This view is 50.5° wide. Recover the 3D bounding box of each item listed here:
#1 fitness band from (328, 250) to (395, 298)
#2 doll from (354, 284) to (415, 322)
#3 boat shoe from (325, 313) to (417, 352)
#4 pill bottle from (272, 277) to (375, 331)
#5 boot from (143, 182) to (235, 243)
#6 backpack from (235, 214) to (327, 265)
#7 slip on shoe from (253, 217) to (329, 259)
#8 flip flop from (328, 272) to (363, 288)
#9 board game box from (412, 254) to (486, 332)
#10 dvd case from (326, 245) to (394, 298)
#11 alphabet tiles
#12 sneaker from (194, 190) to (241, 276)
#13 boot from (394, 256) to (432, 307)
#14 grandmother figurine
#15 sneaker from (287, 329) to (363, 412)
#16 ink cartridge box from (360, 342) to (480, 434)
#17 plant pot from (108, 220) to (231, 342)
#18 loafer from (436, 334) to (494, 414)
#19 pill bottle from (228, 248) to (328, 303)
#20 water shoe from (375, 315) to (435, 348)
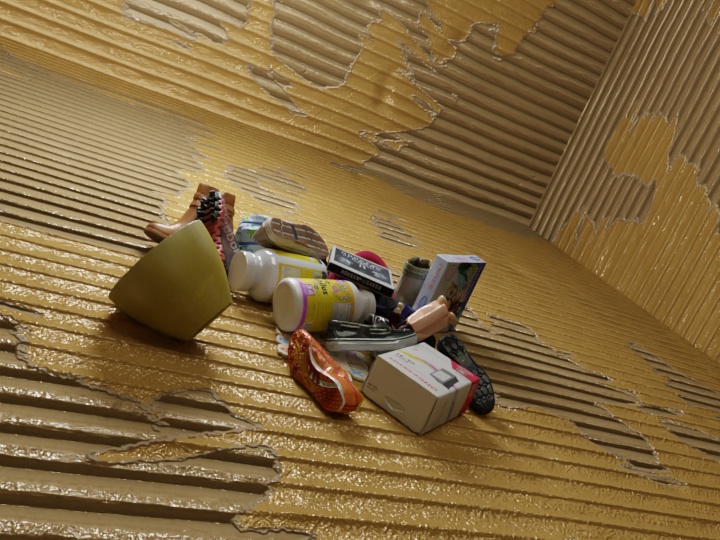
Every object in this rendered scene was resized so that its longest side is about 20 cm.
[{"bbox_3d":[0.003,0.035,1.774,0.144,0.037,0.200,53,44,1],"label":"fitness band"},{"bbox_3d":[0.051,0.084,1.721,0.198,0.138,0.048,26,-26,-24],"label":"doll"},{"bbox_3d":[0.026,0.121,1.500,0.197,0.072,0.072,0,-4,-29],"label":"boat shoe"},{"bbox_3d":[-0.069,0.070,1.533,0.198,0.105,0.104,3,25,-35],"label":"pill bottle"},{"bbox_3d":[-0.364,-0.118,1.662,0.198,0.158,0.076,16,-9,-29],"label":"boot"},{"bbox_3d":[-0.199,-0.056,1.768,0.198,0.156,0.162,-10,7,-37],"label":"backpack"},{"bbox_3d":[-0.150,-0.060,1.672,0.199,0.060,0.077,15,48,-52],"label":"slip on shoe"},{"bbox_3d":[-0.058,0.034,1.813,0.198,0.082,0.057,7,8,-32],"label":"flip flop"},{"bbox_3d":[0.209,0.059,1.869,0.041,0.202,0.198,33,19,31],"label":"board game box"},{"bbox_3d":[0.000,0.000,1.658,0.149,0.025,0.200,23,11,-5],"label":"dvd case"},{"bbox_3d":[-0.072,0.160,1.484,0.193,0.015,0.200,20,17,-15],"label":"alphabet tiles"},{"bbox_3d":[-0.302,-0.068,1.630,0.070,0.203,0.098,-14,-19,29],"label":"sneaker"},{"bbox_3d":[0.148,0.046,1.899,0.072,0.156,0.199,35,20,35],"label":"boot"},{"bbox_3d":[0.104,0.126,1.600,0.122,0.199,0.061,56,-21,7],"label":"grandmother figurine"},{"bbox_3d":[-0.068,0.181,1.346,0.077,0.073,0.200,17,26,-46],"label":"sneaker"},{"bbox_3d":[0.118,0.218,1.447,0.147,0.086,0.199,32,17,25],"label":"ink cartridge box"},{"bbox_3d":[-0.301,0.035,1.292,0.142,0.200,0.200,49,17,-2],"label":"plant pot"},{"bbox_3d":[0.221,0.224,1.602,0.067,0.071,0.201,-16,48,-17],"label":"loafer"},{"bbox_3d":[-0.174,0.015,1.616,0.198,0.113,0.112,12,20,-36],"label":"pill bottle"},{"bbox_3d":[0.064,0.148,1.656,0.197,0.073,0.079,16,-13,-14],"label":"water shoe"}]
